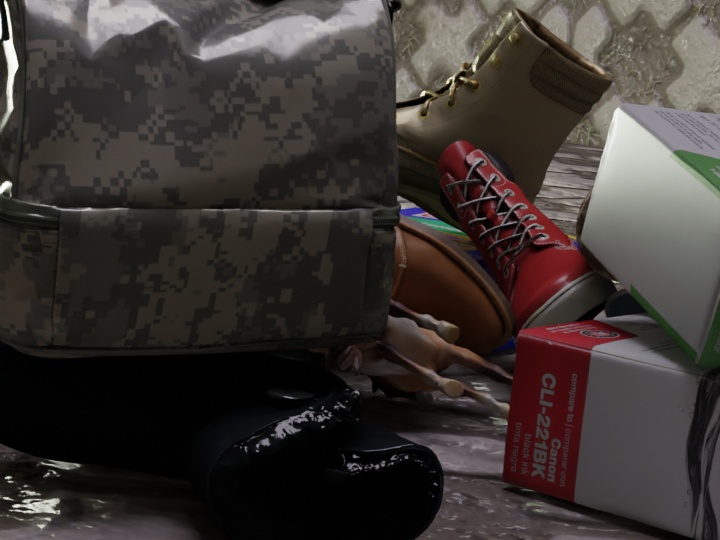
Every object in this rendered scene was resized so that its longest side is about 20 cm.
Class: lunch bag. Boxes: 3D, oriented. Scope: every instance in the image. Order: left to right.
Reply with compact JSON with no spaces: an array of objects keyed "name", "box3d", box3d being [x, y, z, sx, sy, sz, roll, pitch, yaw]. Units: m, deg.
[{"name":"lunch bag","box3d":[-0.080,-0.057,0.771,0.199,0.168,0.139,0,13,-21]}]

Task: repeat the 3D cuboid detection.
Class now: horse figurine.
[{"name":"horse figurine","box3d":[0.019,0.043,0.914,0.132,0.050,0.200,19,-5,35]}]

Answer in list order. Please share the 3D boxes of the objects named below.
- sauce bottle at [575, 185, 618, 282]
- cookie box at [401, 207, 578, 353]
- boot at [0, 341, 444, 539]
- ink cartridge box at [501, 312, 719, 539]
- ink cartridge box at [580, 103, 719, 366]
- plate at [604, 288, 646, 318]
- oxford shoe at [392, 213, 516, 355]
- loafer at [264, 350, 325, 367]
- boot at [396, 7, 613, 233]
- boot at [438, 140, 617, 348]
[{"name":"sauce bottle","box3d":[0.168,-0.027,1.016,0.066,0.066,0.200,8,5,12]},{"name":"cookie box","box3d":[0.062,0.004,1.261,0.171,0.075,0.200,12,11,32]},{"name":"boot","box3d":[-0.075,0.071,0.754,0.199,0.077,0.168,10,4,-15]},{"name":"ink cartridge box","box3d":[0.195,0.082,0.841,0.200,0.084,0.144,11,10,38]},{"name":"ink cartridge box","box3d":[0.236,-0.015,0.847,0.199,0.084,0.145,4,24,-19]},{"name":"plate","box3d":[0.238,0.047,0.965,0.200,0.026,0.200,24,-15,7]},{"name":"oxford shoe","box3d":[0.000,0.000,0.977,0.200,0.071,0.071,33,-38,-9]},{"name":"loafer","box3d":[-0.055,0.032,1.051,0.072,0.063,0.200,7,9,-3]},{"name":"boot","box3d":[0.059,-0.122,1.164,0.200,0.156,0.073,27,24,-12]},{"name":"boot","box3d":[0.094,-0.019,1.062,0.072,0.144,0.200,-37,-1,6]}]
